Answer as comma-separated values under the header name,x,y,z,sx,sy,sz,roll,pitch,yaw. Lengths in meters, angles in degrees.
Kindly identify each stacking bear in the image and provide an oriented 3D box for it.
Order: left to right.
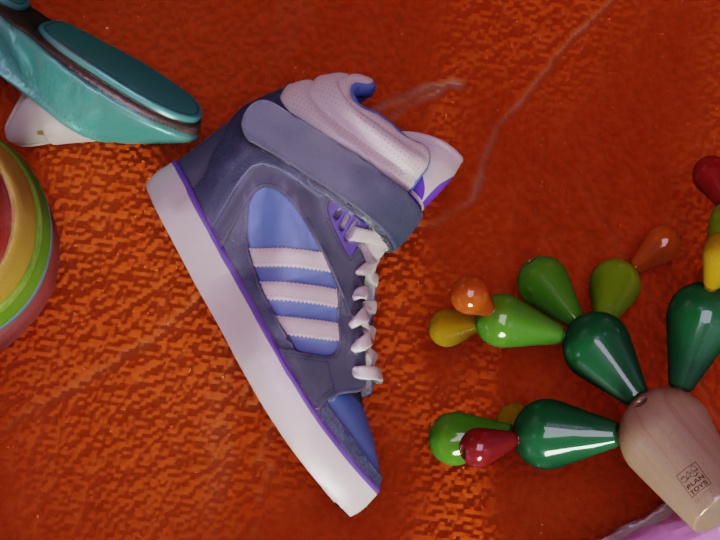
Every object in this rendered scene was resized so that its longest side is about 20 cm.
name,x,y,z,sx,sy,sz,roll,pitch,yaw
stacking bear,-0.199,-0.019,0.855,0.113,0.200,0.122,-14,84,-5

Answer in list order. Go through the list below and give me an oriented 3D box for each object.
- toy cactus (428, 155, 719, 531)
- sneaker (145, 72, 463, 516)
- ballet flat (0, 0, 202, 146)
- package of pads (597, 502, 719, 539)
name,x,y,z,sx,sy,sz,roll,pitch,yaw
toy cactus,0.127,0.046,0.906,0.199,0.102,0.165,-33,59,-3
sneaker,0.000,0.000,0.926,0.146,0.081,0.201,-30,81,-3
ballet flat,-0.173,-0.104,0.944,0.199,0.067,0.071,34,106,1
package of pads,0.155,0.216,0.914,0.120,0.076,0.201,-23,85,-5
